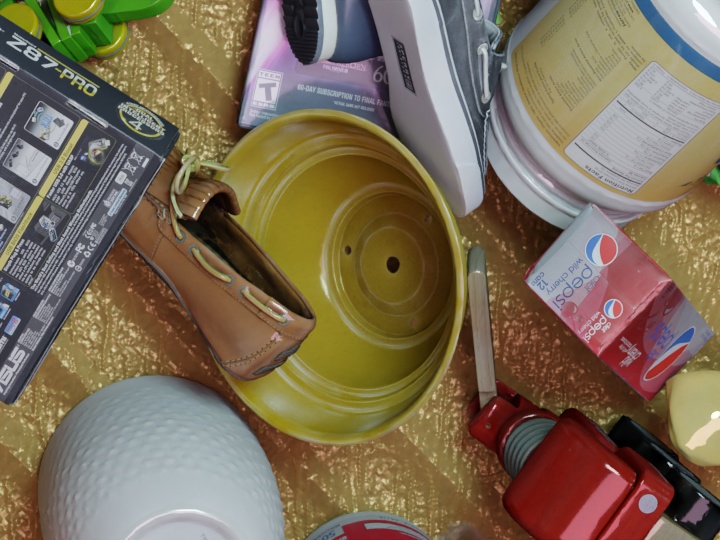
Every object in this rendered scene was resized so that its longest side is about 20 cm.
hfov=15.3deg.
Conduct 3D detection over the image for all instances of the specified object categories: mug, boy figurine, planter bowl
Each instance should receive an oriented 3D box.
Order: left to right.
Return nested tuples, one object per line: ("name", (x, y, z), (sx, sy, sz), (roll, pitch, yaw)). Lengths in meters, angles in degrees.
("mug", (-0.109, 0.180, 1.610), (0.147, 0.175, 0.201), (-20, 106, -5))
("planter bowl", (0.000, 0.000, 1.615), (0.083, 0.199, 0.202), (-12, 104, -54))
("boy figurine", (0.279, 0.088, 1.696), (0.199, 0.124, 0.065), (-7, 67, -19))

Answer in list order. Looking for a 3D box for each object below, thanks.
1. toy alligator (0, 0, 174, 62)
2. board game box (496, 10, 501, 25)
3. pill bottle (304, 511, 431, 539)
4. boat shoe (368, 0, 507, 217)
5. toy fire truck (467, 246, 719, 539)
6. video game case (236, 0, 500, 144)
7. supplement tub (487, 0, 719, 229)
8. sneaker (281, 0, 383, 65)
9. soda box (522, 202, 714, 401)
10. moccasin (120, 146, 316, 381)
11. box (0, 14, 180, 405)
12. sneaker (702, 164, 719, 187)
("toy alligator", (-0.205, -0.139, 1.587), (0.199, 0.059, 0.054), (-26, 63, 5))
("board game box", (0.023, -0.239, 1.613), (0.095, 0.030, 0.201), (-11, 107, -5))
("pill bottle", (0.019, 0.229, 1.632), (0.111, 0.200, 0.113), (-2, 103, -10))
("boat shoe", (0.053, -0.120, 1.553), (0.068, 0.072, 0.201), (-31, 130, -17))
("toy fire truck", (0.117, 0.100, 1.633), (0.200, 0.176, 0.129), (35, 95, -15))
("video game case", (0.014, -0.171, 1.608), (0.142, 0.019, 0.201), (10, 103, -10))
("supplement tub", (0.171, -0.124, 1.567), (0.144, 0.145, 0.200), (28, 137, -15))
("sneaker", (0.001, -0.221, 1.559), (0.082, 0.070, 0.201), (-3, 108, -24))
("soda box", (0.158, 0.023, 1.610), (0.063, 0.200, 0.070), (-46, 72, 3))
("moccasin", (-0.100, -0.031, 1.586), (0.078, 0.074, 0.202), (-44, 71, 28))
("box", (-0.221, -0.041, 1.556), (0.161, 0.049, 0.200), (31, 118, -5))
("sneaker", (0.242, -0.096, 1.661), (0.085, 0.078, 0.201), (-28, 107, -2))
